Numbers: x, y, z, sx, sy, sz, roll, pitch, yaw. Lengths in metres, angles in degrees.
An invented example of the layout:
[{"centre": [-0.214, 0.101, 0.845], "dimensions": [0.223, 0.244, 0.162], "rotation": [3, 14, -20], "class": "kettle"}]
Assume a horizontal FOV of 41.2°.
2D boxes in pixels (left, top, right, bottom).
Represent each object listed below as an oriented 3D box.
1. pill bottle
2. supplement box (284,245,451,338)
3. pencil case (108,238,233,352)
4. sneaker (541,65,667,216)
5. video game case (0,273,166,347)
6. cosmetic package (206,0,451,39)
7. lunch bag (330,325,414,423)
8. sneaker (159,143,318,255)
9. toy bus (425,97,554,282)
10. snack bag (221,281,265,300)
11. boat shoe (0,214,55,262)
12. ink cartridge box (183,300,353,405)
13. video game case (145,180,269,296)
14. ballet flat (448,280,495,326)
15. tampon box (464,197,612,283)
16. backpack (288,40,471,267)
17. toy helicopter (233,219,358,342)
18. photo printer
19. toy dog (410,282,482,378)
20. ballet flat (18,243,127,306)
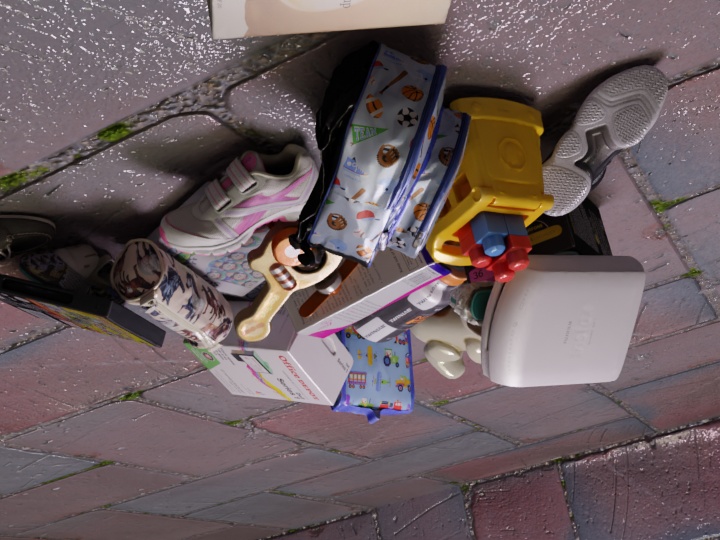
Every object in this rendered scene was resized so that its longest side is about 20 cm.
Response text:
[{"centre": [0.073, 0.021, 1.372], "dimensions": [0.106, 0.106, 0.200], "rotation": [8, 150, -36], "class": "pill bottle"}, {"centre": [0.000, 0.000, 1.240], "dimensions": [0.200, 0.103, 0.101], "rotation": [-29, 165, 11], "class": "supplement box"}, {"centre": [-0.234, 0.038, 1.208], "dimensions": [0.078, 0.090, 0.200], "rotation": [-17, 152, 14], "class": "pencil case"}, {"centre": [0.274, -0.154, 1.107], "dimensions": [0.200, 0.075, 0.114], "rotation": [-51, 174, 21], "class": "sneaker"}, {"centre": [-0.354, 0.047, 1.176], "dimensions": [0.181, 0.026, 0.200], "rotation": [13, 167, 9], "class": "video game case"}, {"centre": [-0.025, -0.249, 0.766], "dimensions": [0.200, 0.071, 0.105], "rotation": [-7, 156, -8], "class": "cosmetic package"}, {"centre": [0.011, 0.139, 1.493], "dimensions": [0.150, 0.200, 0.094], "rotation": [12, 147, -40], "class": "lunch bag"}, {"centre": [-0.133, -0.087, 1.065], "dimensions": [0.200, 0.081, 0.088], "rotation": [-25, 133, -20], "class": "sneaker"}, {"centre": [0.124, -0.070, 1.086], "dimensions": [0.136, 0.192, 0.200], "rotation": [2, 155, -29], "class": "toy bus"}, {"centre": [-0.152, -0.011, 1.313], "dimensions": [0.200, 0.021, 0.189], "rotation": [13, 147, -37], "class": "snack bag"}, {"centre": [-0.456, -0.026, 1.107], "dimensions": [0.200, 0.057, 0.067], "rotation": [-2, 155, -18], "class": "boat shoe"}, {"centre": [-0.133, 0.119, 1.400], "dimensions": [0.200, 0.084, 0.145], "rotation": [1, 142, 34], "class": "ink cartridge box"}, {"centre": [-0.168, -0.034, 1.212], "dimensions": [0.182, 0.024, 0.200], "rotation": [16, 143, -38], "class": "video game case"}, {"centre": [0.199, 0.041, 1.228], "dimensions": [0.200, 0.072, 0.072], "rotation": [9, 150, -29], "class": "ballet flat"}, {"centre": [0.241, -0.032, 1.296], "dimensions": [0.150, 0.126, 0.200], "rotation": [-23, 153, 26], "class": "tampon box"}, {"centre": [0.024, -0.116, 0.939], "dimensions": [0.154, 0.200, 0.191], "rotation": [11, 139, -2], "class": "backpack"}, {"centre": [-0.085, 0.015, 1.166], "dimensions": [0.132, 0.079, 0.200], "rotation": [21, 121, -29], "class": "toy helicopter"}, {"centre": [0.241, 0.060, 1.171], "dimensions": [0.200, 0.069, 0.167], "rotation": [1, 110, -27], "class": "photo printer"}, {"centre": [0.170, 0.059, 1.467], "dimensions": [0.194, 0.140, 0.200], "rotation": [41, 151, -15], "class": "toy dog"}, {"centre": [-0.352, 0.002, 1.217], "dimensions": [0.072, 0.072, 0.200], "rotation": [-17, 159, 14], "class": "ballet flat"}]
